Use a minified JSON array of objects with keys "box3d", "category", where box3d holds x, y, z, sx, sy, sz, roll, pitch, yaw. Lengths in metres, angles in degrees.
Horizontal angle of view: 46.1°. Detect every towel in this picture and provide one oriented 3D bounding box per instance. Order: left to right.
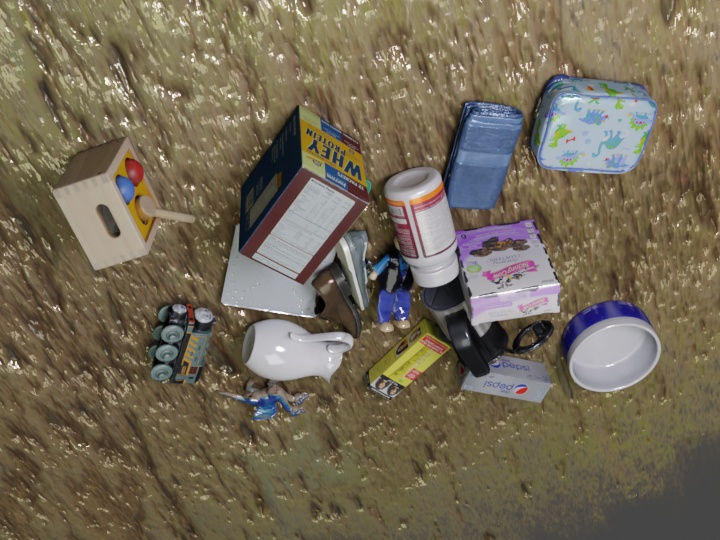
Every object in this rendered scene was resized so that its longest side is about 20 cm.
[{"box3d":[0.218,-0.205,1.524,0.110,0.049,0.202,5,127,-10],"category":"towel"}]

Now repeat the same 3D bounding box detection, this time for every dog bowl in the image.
[{"box3d":[0.539,0.165,1.826,0.197,0.079,0.202,-3,128,-3],"category":"dog bowl"}]

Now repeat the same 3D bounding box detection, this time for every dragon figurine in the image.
[{"box3d":[-0.214,0.288,1.858,0.197,0.059,0.100,-10,128,1],"category":"dragon figurine"}]

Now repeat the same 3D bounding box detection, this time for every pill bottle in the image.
[{"box3d":[0.117,-0.078,1.554,0.108,0.110,0.202,-15,118,6],"category":"pill bottle"}]

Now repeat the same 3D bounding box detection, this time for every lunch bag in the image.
[{"box3d":[0.403,-0.251,1.485,0.197,0.083,0.162,2,127,-7],"category":"lunch bag"}]

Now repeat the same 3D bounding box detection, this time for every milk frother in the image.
[{"box3d":[0.257,0.091,1.687,0.199,0.181,0.189,-33,127,3],"category":"milk frother"}]

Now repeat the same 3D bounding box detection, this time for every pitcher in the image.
[{"box3d":[-0.127,0.156,1.718,0.197,0.123,0.172,13,143,-23],"category":"pitcher"}]

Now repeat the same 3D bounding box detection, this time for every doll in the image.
[{"box3d":[0.077,0.017,1.667,0.135,0.048,0.203,-9,116,-28],"category":"doll"}]

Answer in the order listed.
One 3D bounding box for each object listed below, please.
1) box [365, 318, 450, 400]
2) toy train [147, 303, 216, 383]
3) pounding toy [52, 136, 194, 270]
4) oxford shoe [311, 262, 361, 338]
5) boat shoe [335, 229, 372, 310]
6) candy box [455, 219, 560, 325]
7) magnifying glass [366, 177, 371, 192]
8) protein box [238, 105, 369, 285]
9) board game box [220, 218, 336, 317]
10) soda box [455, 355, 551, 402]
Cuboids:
[{"box3d":[0.101,0.194,1.822,0.075,0.050,0.200,32,118,-26],"category":"box"},{"box3d":[-0.366,0.151,1.727,0.112,0.086,0.202,6,126,-26],"category":"toy train"},{"box3d":[-0.401,-0.111,1.465,0.140,0.185,0.202,-16,120,8],"category":"pounding toy"},{"box3d":[-0.052,0.072,1.683,0.084,0.073,0.201,-28,133,-6],"category":"oxford shoe"},{"box3d":[0.000,0.000,1.647,0.061,0.073,0.201,-28,137,-12],"category":"boat shoe"},{"box3d":[0.271,0.001,1.593,0.165,0.201,0.072,-9,129,0],"category":"candy box"},{"box3d":[-0.054,-0.098,1.563,0.200,0.022,0.079,-46,156,20],"category":"magnifying glass"},{"box3d":[-0.102,-0.130,1.452,0.134,0.200,0.200,27,121,-25],"category":"protein box"},{"box3d":[-0.161,-0.003,1.658,0.197,0.026,0.202,9,127,-13],"category":"board game box"},{"box3d":[0.315,0.232,1.863,0.197,0.069,0.064,11,125,-15],"category":"soda box"}]
